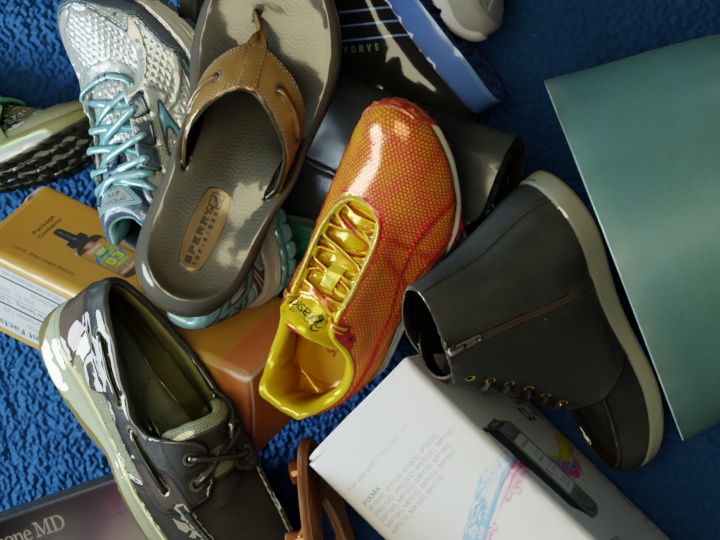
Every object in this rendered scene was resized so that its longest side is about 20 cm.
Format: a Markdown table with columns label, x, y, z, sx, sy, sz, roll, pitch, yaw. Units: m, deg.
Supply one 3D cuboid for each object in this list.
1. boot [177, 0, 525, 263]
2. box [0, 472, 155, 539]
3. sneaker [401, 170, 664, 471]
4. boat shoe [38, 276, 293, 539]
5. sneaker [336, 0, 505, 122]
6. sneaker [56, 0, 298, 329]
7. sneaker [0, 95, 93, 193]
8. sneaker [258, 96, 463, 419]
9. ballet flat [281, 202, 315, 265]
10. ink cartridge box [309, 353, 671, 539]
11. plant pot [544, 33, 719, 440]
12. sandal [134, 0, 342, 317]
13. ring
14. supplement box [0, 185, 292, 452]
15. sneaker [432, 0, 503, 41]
| label | x | y | z | sx | sy | sz | roll | pitch | yaw |
| --- | --- | --- | --- | --- | --- | --- | --- | --- | --- |
| boot | -0.004 | -0.095 | 1.566 | 0.200 | 0.066 | 0.165 | 28 | 128 | 25 |
| box | -0.144 | 0.219 | 1.616 | 0.123 | 0.200 | 0.199 | -23 | 85 | 55 |
| sneaker | 0.088 | 0.049 | 1.558 | 0.106 | 0.200 | 0.075 | -35 | 38 | -14 |
| boat shoe | -0.096 | 0.092 | 1.572 | 0.201 | 0.072 | 0.066 | 54 | 142 | 3 |
| sneaker | -0.007 | -0.148 | 1.631 | 0.078 | 0.070 | 0.200 | -39 | 81 | 15 |
| sneaker | -0.108 | -0.060 | 1.564 | 0.078 | 0.086 | 0.200 | -21 | 102 | 46 |
| sneaker | -0.234 | -0.088 | 1.707 | 0.199 | 0.077 | 0.089 | -14 | 81 | 15 |
| sneaker | 0.000 | 0.000 | 1.527 | 0.073 | 0.077 | 0.200 | 30 | 128 | 20 |
| ballet flat | -0.004 | -0.020 | 1.638 | 0.199 | 0.067 | 0.071 | 12 | 99 | 17 |
| ink cartridge box | 0.085 | 0.137 | 1.579 | 0.200 | 0.148 | 0.086 | 45 | 102 | 9 |
| plant pot | 0.205 | -0.033 | 1.512 | 0.161 | 0.201 | 0.201 | -21 | 87 | 5 |
| sandal | -0.066 | -0.074 | 1.512 | 0.082 | 0.055 | 0.200 | 22 | 85 | 2 |
| ring | -0.012 | 0.189 | 1.586 | 0.019 | 0.200 | 0.201 | -13 | 90 | 6 |
| supplement box | -0.122 | 0.027 | 1.653 | 0.200 | 0.067 | 0.069 | 27 | 139 | 24 |
| sneaker | 0.079 | -0.224 | 1.595 | 0.082 | 0.075 | 0.201 | 6 | 95 | 18 |
